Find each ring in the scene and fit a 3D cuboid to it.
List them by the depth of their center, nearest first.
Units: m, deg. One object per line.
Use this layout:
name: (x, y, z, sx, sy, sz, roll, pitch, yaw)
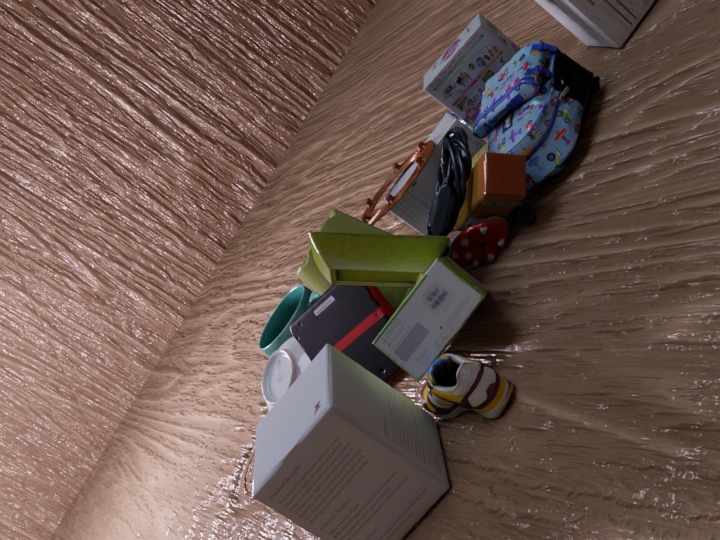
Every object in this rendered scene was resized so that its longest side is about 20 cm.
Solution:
ring: (0.059, -0.153, 1.771, 0.201, 0.019, 0.201, -48, 11, 12)

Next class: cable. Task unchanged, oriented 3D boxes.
cable: (0.137, -0.121, 1.577, 0.163, 0.050, 0.203, -22, -58, -87)

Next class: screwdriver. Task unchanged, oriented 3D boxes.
screwdriver: (0.225, -0.090, 1.590, 0.029, 0.028, 0.200, -29, 14, -12)

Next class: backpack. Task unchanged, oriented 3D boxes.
backpack: (0.262, -0.226, 1.567, 0.182, 0.134, 0.202, -36, 28, 50)

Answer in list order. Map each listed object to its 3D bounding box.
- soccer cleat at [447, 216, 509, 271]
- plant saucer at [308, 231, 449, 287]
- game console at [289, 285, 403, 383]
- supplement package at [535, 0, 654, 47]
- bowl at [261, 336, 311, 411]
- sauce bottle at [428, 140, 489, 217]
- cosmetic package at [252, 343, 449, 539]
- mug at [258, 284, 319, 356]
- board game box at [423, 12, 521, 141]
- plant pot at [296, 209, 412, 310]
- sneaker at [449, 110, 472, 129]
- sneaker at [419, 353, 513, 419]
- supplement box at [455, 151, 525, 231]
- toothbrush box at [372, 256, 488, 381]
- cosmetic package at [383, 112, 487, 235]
soccer cleat: (0.160, -0.030, 1.596, 0.200, 0.068, 0.086, -49, 21, 37)
plant saucer: (0.025, -0.011, 1.481, 0.200, 0.196, 0.049, 92, 180, -81)
game console: (-0.011, 0.111, 1.631, 0.200, 0.178, 0.031, -41, -10, 38)
supplement package: (0.401, -0.491, 1.641, 0.201, 0.150, 0.152, -53, 16, 5)
bowl: (-0.110, 0.193, 1.760, 0.200, 0.090, 0.204, -25, 57, 46)
sauce bottle: (0.194, -0.150, 1.732, 0.200, 0.064, 0.065, -47, 18, 32)
cosmetic package: (-0.015, 0.243, 1.332, 0.168, 0.199, 0.167, -49, 18, 17)
mug: (-0.105, 0.120, 1.966, 0.153, 0.114, 0.185, -60, 18, -16)
board game box: (0.226, -0.307, 1.698, 0.148, 0.199, 0.065, -45, 20, 28)
plant pot: (0.000, 0.000, 1.688, 0.202, 0.183, 0.200, -60, 0, 0)
sneaker: (0.201, -0.292, 1.938, 0.076, 0.088, 0.200, -64, 17, -21)
sneaker: (0.118, 0.145, 1.335, 0.076, 0.090, 0.199, -61, 18, -20)
supplement box: (0.193, -0.115, 1.537, 0.200, 0.068, 0.068, 126, 146, -74)
toothbrush box: (0.103, 0.063, 1.425, 0.146, 0.086, 0.200, -52, -7, 7)
cosmetic package: (0.145, -0.169, 1.822, 0.201, 0.112, 0.081, -54, 15, 12)
